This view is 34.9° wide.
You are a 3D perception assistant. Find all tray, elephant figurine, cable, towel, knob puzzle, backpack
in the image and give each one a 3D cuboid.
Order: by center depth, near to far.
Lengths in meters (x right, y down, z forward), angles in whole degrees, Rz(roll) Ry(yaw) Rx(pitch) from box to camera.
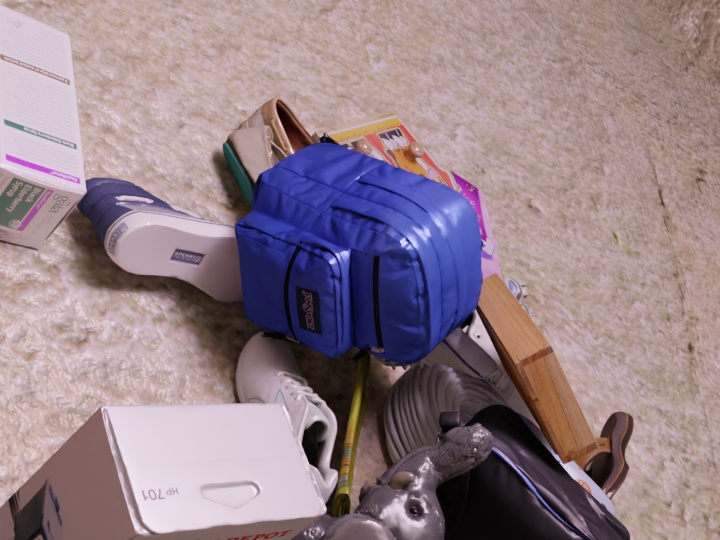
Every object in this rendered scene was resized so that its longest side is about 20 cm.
[{"bbox_3d":[0.001,0.210,0.845,0.198,0.156,0.142,-1,20,5],"label":"elephant figurine"},{"bbox_3d":[0.110,0.227,0.969,0.200,0.191,0.154,47,26,12],"label":"backpack"},{"bbox_3d":[0.144,0.079,0.993,0.099,0.037,0.200,63,3,-17],"label":"tray"},{"bbox_3d":[-0.006,0.154,1.012,0.018,0.087,0.201,9,37,1],"label":"towel"},{"bbox_3d":[0.000,0.000,1.017,0.199,0.163,0.168,19,43,30],"label":"backpack"},{"bbox_3d":[0.114,0.174,1.142,0.199,0.069,0.201,11,47,-44],"label":"cable"},{"bbox_3d":[0.059,-0.095,1.272,0.219,0.030,0.221,29,37,-25],"label":"knob puzzle"}]

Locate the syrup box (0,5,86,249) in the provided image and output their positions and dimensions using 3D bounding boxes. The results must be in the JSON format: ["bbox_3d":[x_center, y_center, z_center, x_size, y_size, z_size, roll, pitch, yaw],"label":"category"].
[{"bbox_3d":[-0.295,-0.125,0.979,0.081,0.079,0.201,19,42,-37],"label":"syrup box"}]

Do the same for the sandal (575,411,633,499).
[{"bbox_3d":[0.262,0.213,1.272,0.054,0.082,0.200,30,34,4],"label":"sandal"}]

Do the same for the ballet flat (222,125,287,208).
[{"bbox_3d":[-0.084,-0.069,1.166,0.069,0.069,0.201,9,48,-44],"label":"ballet flat"}]

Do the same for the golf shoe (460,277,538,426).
[{"bbox_3d":[0.137,0.095,1.145,0.096,0.079,0.201,2,46,-23],"label":"golf shoe"}]

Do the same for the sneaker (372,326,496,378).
[{"bbox_3d":[0.049,0.068,1.116,0.200,0.071,0.073,29,-9,47],"label":"sneaker"}]

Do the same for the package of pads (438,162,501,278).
[{"bbox_3d":[0.101,-0.033,1.348,0.120,0.076,0.201,30,36,-29],"label":"package of pads"}]

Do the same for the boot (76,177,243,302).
[{"bbox_3d":[-0.163,-0.034,1.048,0.199,0.073,0.090,21,20,-52],"label":"boot"}]

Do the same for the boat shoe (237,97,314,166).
[{"bbox_3d":[-0.049,-0.104,1.253,0.200,0.069,0.074,47,32,0],"label":"boat shoe"}]

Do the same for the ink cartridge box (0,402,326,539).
[{"bbox_3d":[-0.143,0.168,0.724,0.146,0.200,0.086,7,49,-46],"label":"ink cartridge box"}]

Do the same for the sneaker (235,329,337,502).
[{"bbox_3d":[-0.056,0.127,0.987,0.070,0.080,0.201,19,40,-34],"label":"sneaker"}]
